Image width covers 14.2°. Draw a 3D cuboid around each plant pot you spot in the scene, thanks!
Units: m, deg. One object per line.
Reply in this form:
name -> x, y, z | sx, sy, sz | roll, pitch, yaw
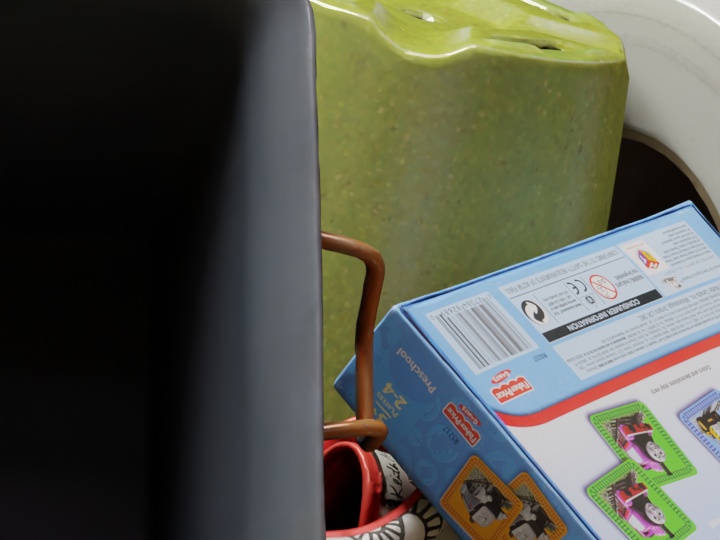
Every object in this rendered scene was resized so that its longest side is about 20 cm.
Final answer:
plant pot -> 0.000, 0.000, 0.906 | 0.200, 0.184, 0.200 | 14, 14, -4

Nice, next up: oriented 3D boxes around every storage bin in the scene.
storage bin -> -0.072, 0.032, 0.688 | 0.145, 0.200, 0.134 | 3, -25, -9

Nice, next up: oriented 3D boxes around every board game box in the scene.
board game box -> 0.105, 0.077, 0.750 | 0.200, 0.037, 0.151 | 49, 34, 17

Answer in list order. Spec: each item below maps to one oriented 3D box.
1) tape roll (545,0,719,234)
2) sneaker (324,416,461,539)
tape roll -> 0.136, -0.004, 0.981 | 0.139, 0.203, 0.203 | -12, 18, -39
sneaker -> 0.042, 0.090, 0.784 | 0.201, 0.108, 0.067 | -9, 17, -36
